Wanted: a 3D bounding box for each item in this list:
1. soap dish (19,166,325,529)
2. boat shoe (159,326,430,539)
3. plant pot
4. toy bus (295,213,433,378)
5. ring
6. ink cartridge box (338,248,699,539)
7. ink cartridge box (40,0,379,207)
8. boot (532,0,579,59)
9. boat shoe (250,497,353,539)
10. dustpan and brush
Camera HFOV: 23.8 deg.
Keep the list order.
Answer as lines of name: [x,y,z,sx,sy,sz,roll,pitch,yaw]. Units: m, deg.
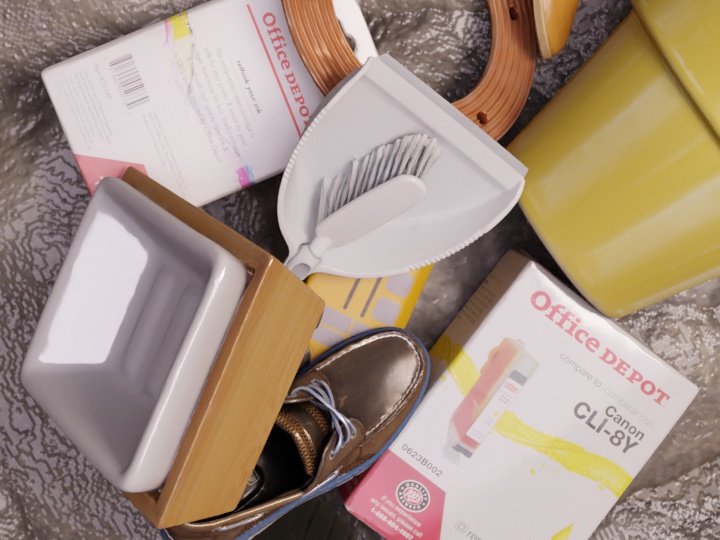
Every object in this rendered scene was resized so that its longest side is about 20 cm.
soap dish: [-0.110,0.041,0.981,0.081,0.200,0.158,20,96,-34]
boat shoe: [-0.033,0.103,1.026,0.200,0.072,0.072,-41,84,-15]
plant pot: [0.197,-0.075,1.060,0.189,0.201,0.201,-35,98,15]
toy bus: [0.000,0.000,1.106,0.078,0.065,0.201,24,93,-9]
ring: [0.030,-0.164,1.066,0.200,0.019,0.202,11,71,-35]
ink cartridge box: [0.100,0.107,1.115,0.145,0.083,0.200,37,92,-7]
ink cartridge box: [-0.087,-0.110,1.085,0.199,0.068,0.117,-22,97,-1]
boot: [0.180,-0.234,1.087,0.143,0.071,0.202,2,88,5]
boat shoe: [-0.094,0.150,1.099,0.200,0.074,0.076,42,49,11]
dustpan and brush: [-0.014,-0.027,1.029,0.200,0.057,0.139,-32,127,33]
